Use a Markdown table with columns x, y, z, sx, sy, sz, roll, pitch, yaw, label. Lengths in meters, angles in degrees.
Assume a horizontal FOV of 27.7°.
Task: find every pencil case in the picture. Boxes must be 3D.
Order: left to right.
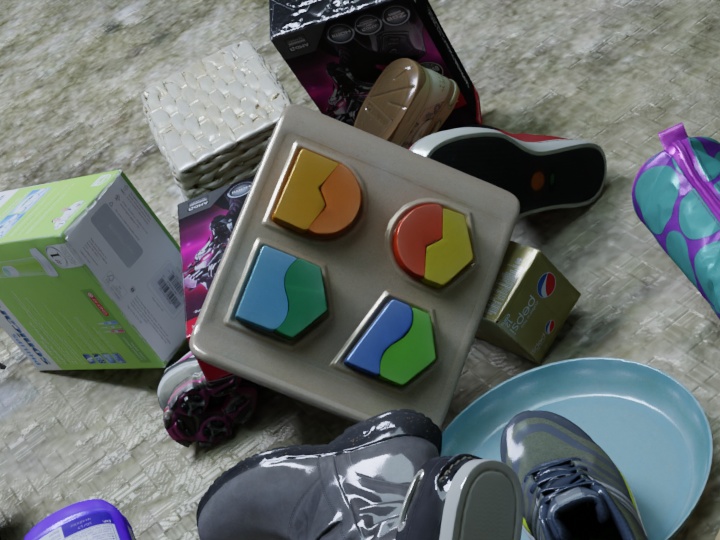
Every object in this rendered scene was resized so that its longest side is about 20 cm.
| x | y | z | sx | sy | sz | roll | pitch | yaw | label |
| --- | --- | --- | --- | --- | --- | --- | --- | --- | --- |
| 0.260 | -0.018 | 1.010 | 0.085 | 0.093 | 0.200 | -26 | 34 | 1 | pencil case |

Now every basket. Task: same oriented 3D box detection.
| x | y | z | sx | sy | sz | roll | pitch | yaw | label |
| --- | --- | --- | --- | --- | --- | --- | --- | --- | --- |
| -0.114 | -0.108 | 1.345 | 0.135 | 0.124 | 0.200 | -28 | 34 | -3 | basket |

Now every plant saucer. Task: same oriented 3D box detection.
| x | y | z | sx | sy | sz | roll | pitch | yaw | label |
| --- | --- | --- | --- | --- | --- | --- | --- | --- | --- |
| 0.133 | 0.137 | 0.951 | 0.199 | 0.027 | 0.200 | -18 | 36 | 14 | plant saucer |

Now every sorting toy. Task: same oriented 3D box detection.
| x | y | z | sx | sy | sz | roll | pitch | yaw | label |
| --- | --- | --- | --- | --- | --- | --- | --- | --- | --- |
| 0.000 | 0.000 | 1.012 | 0.036 | 0.185 | 0.201 | 127 | 165 | -74 | sorting toy |

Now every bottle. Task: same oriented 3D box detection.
| x | y | z | sx | sy | sz | roll | pitch | yaw | label |
| --- | --- | --- | --- | --- | --- | --- | --- | --- | --- |
| -0.176 | 0.240 | 0.987 | 0.083 | 0.065 | 0.200 | -27 | 35 | -7 | bottle |

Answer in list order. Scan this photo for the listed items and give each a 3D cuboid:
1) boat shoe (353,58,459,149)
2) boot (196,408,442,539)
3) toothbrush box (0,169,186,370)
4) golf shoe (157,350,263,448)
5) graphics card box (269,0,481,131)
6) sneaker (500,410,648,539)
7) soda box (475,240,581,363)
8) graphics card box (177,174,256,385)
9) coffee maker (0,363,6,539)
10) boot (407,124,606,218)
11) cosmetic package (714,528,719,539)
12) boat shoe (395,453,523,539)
| x | y | z | sx | sy | sz | roll | pitch | yaw | label |
| --- | --- | --- | --- | --- | --- | --- | --- | --- | --- |
| 0.013 | -0.084 | 1.241 | 0.200 | 0.063 | 0.073 | -55 | 43 | 23 | boat shoe |
| -0.032 | 0.178 | 0.954 | 0.200 | 0.070 | 0.132 | -29 | 36 | 24 | boot |
| -0.240 | 0.005 | 1.233 | 0.200 | 0.146 | 0.086 | -7 | 37 | 46 | toothbrush box |
| -0.072 | 0.057 | 1.150 | 0.199 | 0.073 | 0.092 | -27 | 33 | 1 | golf shoe |
| 0.017 | -0.177 | 1.268 | 0.125 | 0.200 | 0.051 | -14 | 55 | 17 | graphics card box |
| 0.131 | 0.143 | 0.849 | 0.074 | 0.081 | 0.200 | -28 | 38 | -1 | sneaker |
| 0.068 | 0.002 | 1.119 | 0.200 | 0.068 | 0.064 | 23 | 77 | 48 | soda box |
| -0.074 | -0.006 | 1.124 | 0.125 | 0.051 | 0.200 | -20 | 32 | 4 | graphics card box |
| -0.321 | 0.189 | 1.045 | 0.134 | 0.193 | 0.200 | 4 | 36 | -30 | coffee maker |
| 0.081 | -0.086 | 1.176 | 0.199 | 0.073 | 0.144 | -3 | 14 | -41 | boot |
| 0.263 | 0.149 | 0.809 | 0.105 | 0.071 | 0.200 | 4 | 45 | 36 | cosmetic package |
| 0.042 | 0.205 | 0.844 | 0.060 | 0.074 | 0.201 | -2 | 76 | 54 | boat shoe |
